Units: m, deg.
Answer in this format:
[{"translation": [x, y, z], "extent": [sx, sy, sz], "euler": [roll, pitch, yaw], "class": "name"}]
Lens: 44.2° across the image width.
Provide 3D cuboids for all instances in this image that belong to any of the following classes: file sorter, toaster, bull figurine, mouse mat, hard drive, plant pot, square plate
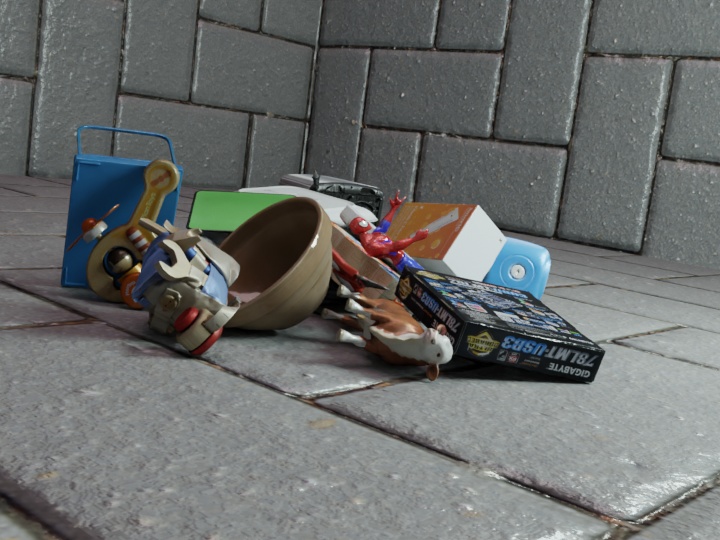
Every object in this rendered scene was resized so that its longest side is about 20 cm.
[{"translation": [-0.341, -0.089, 1.248], "extent": [0.139, 0.200, 0.123], "euler": [4, 33, -22], "class": "file sorter"}, {"translation": [-0.061, -0.089, 1.642], "extent": [0.181, 0.200, 0.119], "euler": [0, 15, -41], "class": "toaster"}, {"translation": [0.029, 0.069, 1.030], "extent": [0.121, 0.065, 0.200], "euler": [22, 0, -14], "class": "bull figurine"}, {"translation": [-0.166, -0.085, 1.287], "extent": [0.161, 0.008, 0.200], "euler": [2, 21, -7], "class": "mouse mat"}, {"translation": [0.058, -0.012, 1.340], "extent": [0.200, 0.027, 0.132], "euler": [42, -2, 15], "class": "hard drive"}, {"translation": [-0.106, 0.008, 1.122], "extent": [0.201, 0.201, 0.093], "euler": [18, -27, 54], "class": "plant pot"}, {"translation": [-0.105, -0.105, 1.427], "extent": [0.198, 0.028, 0.200], "euler": [19, 18, 33], "class": "square plate"}]

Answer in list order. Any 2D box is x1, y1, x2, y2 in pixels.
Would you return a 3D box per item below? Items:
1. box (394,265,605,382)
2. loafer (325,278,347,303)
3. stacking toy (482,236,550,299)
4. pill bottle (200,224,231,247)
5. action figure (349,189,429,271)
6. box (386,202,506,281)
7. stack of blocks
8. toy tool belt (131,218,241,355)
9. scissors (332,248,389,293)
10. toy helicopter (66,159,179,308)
[{"translation": [0.167, 0.062, 1.101], "extent": [0.200, 0.050, 0.199], "euler": [12, 14, -23], "class": "box"}, {"translation": [-0.024, 0.026, 1.404], "extent": [0.072, 0.063, 0.200], "euler": [42, 28, 19], "class": "loafer"}, {"translation": [0.277, 0.014, 1.644], "extent": [0.110, 0.116, 0.200], "euler": [16, -6, 3], "class": "stacking toy"}, {"translation": [-0.179, -0.011, 1.274], "extent": [0.113, 0.113, 0.200], "euler": [13, 9, 34], "class": "pill bottle"}, {"translation": [0.078, -0.028, 1.194], "extent": [0.200, 0.099, 0.065], "euler": [34, 6, -19], "class": "action figure"}, {"translation": [0.137, -0.043, 1.577], "extent": [0.097, 0.124, 0.200], "euler": [46, -22, -30], "class": "box"}, {"translation": [0.000, 0.000, 1.264], "extent": [0.200, 0.059, 0.115], "euler": [41, 6, 40], "class": "stack of blocks"}, {"translation": [-0.214, 0.010, 1.005], "extent": [0.123, 0.125, 0.200], "euler": [46, 9, -21], "class": "toy tool belt"}, {"translation": [0.004, 0.017, 1.103], "extent": [0.014, 0.073, 0.200], "euler": [-35, 29, -14], "class": "scissors"}, {"translation": [-0.300, -0.056, 1.162], "extent": [0.132, 0.200, 0.079], "euler": [24, 6, -9], "class": "toy helicopter"}]
